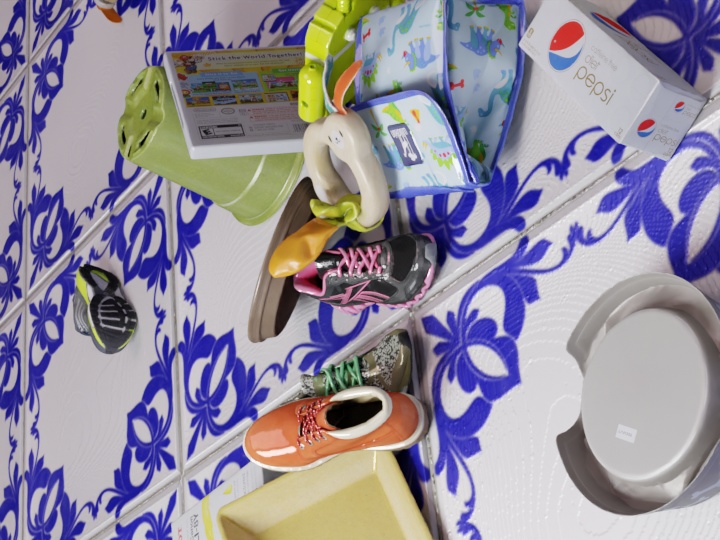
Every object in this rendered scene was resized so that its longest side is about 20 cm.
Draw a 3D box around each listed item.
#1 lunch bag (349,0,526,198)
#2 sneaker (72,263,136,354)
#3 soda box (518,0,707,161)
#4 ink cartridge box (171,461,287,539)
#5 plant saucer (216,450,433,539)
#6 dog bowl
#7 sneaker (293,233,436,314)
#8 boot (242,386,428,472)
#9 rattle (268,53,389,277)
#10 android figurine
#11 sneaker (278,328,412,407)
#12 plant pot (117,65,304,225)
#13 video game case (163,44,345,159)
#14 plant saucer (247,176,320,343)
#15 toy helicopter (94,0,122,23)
[{"bbox_3d":[0.076,-0.177,1.522,0.170,0.127,0.200,-3,86,59],"label":"lunch bag"},{"bbox_3d":[-0.381,0.071,2.159,0.081,0.074,0.200,-68,26,23],"label":"sneaker"},{"bbox_3d":[0.227,-0.183,1.346,0.068,0.064,0.200,-60,37,21],"label":"soda box"},{"bbox_3d":[-0.127,0.317,1.662,0.200,0.083,0.145,-41,48,41],"label":"ink cartridge box"},{"bbox_3d":[-0.029,0.284,1.494,0.200,0.048,0.200,-28,45,1],"label":"plant saucer"},{"bbox_3d":[0.246,0.105,1.212,0.200,0.059,0.200,-27,56,50],"label":"dog bowl"},{"bbox_3d":[0.000,0.000,1.587,0.200,0.095,0.079,-21,59,50],"label":"sneaker"},{"bbox_3d":[-0.042,0.155,1.496,0.200,0.107,0.075,-14,73,19],"label":"boot"},{"bbox_3d":[-0.052,-0.112,1.526,0.200,0.143,0.130,86,160,-50],"label":"rattle"},{"bbox_3d":[-0.012,-0.246,1.635,0.041,0.182,0.200,30,144,18],"label":"android figurine"},{"bbox_3d":[-0.019,0.126,1.570,0.200,0.089,0.077,-46,43,37],"label":"sneaker"},{"bbox_3d":[-0.198,-0.173,1.860,0.200,0.190,0.200,-26,58,50],"label":"plant pot"},{"bbox_3d":[-0.121,-0.204,1.758,0.023,0.200,0.182,101,157,-44],"label":"video game case"},{"bbox_3d":[-0.081,-0.009,1.680,0.200,0.029,0.200,18,-90,-84],"label":"plant saucer"},{"bbox_3d":[-0.412,-0.488,2.428,0.200,0.079,0.132,-128,49,-63],"label":"toy helicopter"}]
